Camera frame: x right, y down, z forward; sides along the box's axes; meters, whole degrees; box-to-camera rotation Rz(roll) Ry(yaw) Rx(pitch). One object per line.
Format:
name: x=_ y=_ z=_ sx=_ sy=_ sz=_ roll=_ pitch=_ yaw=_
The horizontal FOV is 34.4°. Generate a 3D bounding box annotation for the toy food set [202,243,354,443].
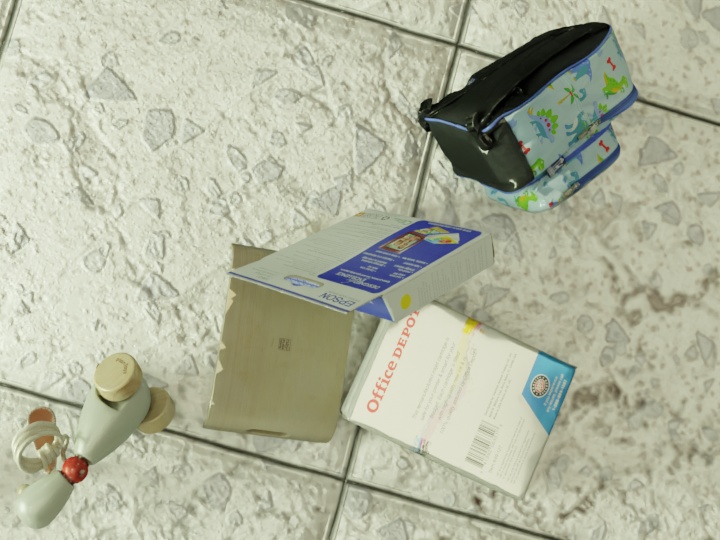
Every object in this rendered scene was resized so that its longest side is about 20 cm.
toy food set: x=-0.087 y=0.080 z=1.267 sx=0.141 sy=0.060 sz=0.204 roll=10 pitch=85 yaw=-15

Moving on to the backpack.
backpack: x=0.195 y=-0.165 z=1.247 sx=0.199 sy=0.183 sz=0.148 roll=-38 pitch=112 yaw=-10

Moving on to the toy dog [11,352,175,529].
toy dog: x=-0.293 y=0.164 z=1.215 sx=0.199 sy=0.096 sz=0.134 roll=-32 pitch=130 yaw=-34

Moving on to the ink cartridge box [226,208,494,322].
ink cartridge box: x=0.000 y=0.000 z=1.173 sx=0.199 sy=0.196 sz=0.048 roll=-29 pitch=118 yaw=-33

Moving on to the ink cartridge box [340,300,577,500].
ink cartridge box: x=0.096 y=0.128 z=1.225 sx=0.198 sy=0.145 sz=0.149 roll=26 pitch=83 yaw=-2
